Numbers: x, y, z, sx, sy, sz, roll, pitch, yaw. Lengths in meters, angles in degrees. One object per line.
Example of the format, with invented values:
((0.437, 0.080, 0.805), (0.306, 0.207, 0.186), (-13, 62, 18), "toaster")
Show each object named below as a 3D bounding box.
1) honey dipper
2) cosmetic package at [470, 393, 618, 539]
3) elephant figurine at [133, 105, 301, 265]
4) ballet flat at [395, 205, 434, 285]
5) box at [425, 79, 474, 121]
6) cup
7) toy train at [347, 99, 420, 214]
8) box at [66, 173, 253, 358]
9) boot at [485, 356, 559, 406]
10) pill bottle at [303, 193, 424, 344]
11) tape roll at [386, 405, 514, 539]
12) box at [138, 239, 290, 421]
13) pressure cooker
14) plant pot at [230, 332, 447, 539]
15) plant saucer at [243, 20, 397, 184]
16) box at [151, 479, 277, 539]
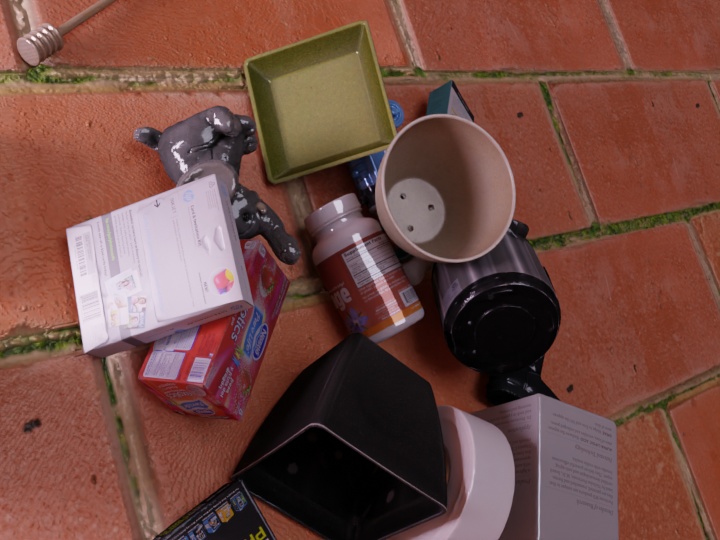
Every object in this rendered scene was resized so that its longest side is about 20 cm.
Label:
((-0.368, -0.335, 1.042), (0.038, 0.038, 0.201), (45, 52, -11), "honey dipper")
((0.257, 0.309, 1.140), (0.163, 0.164, 0.204), (21, 62, -27), "cosmetic package")
((-0.182, -0.096, 1.011), (0.141, 0.153, 0.204), (25, 50, -58), "elephant figurine")
((0.118, -0.051, 1.258), (0.070, 0.069, 0.200), (47, 57, -9), "ballet flat")
((0.144, -0.225, 1.297), (0.083, 0.049, 0.202), (52, 31, -28), "box")
((0.101, -0.099, 1.119), (0.196, 0.143, 0.205), (3, 79, -17), "cup")
((0.025, -0.176, 1.227), (0.113, 0.086, 0.203), (-18, 85, -29), "toy train")
((-0.235, -0.005, 0.912), (0.041, 0.197, 0.159), (44, 28, -70), "box")
((0.280, 0.165, 1.278), (0.197, 0.073, 0.164), (34, 50, -22), "boot")
((0.000, 0.000, 1.118), (0.111, 0.112, 0.203), (-25, 86, -38), "pill bottle")
((0.109, 0.283, 1.025), (0.070, 0.202, 0.206), (25, 59, -24), "tape roll")
((-0.172, 0.069, 0.958), (0.096, 0.098, 0.203), (59, 40, -49), "box")
((0.194, 0.028, 1.173), (0.201, 0.173, 0.180), (-99, 164, -57), "pressure cooker")
((-0.012, 0.205, 0.989), (0.198, 0.200, 0.179), (36, 42, -17), "plant pot")
((-0.057, -0.240, 1.161), (0.196, 0.048, 0.204), (-16, 77, 7), "plant saucer")
((-0.176, 0.362, 0.892), (0.199, 0.044, 0.162), (-31, 90, -39), "box")
